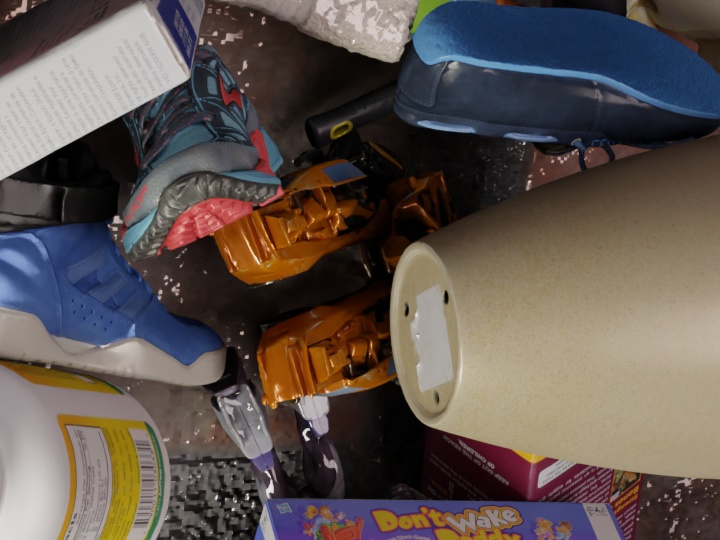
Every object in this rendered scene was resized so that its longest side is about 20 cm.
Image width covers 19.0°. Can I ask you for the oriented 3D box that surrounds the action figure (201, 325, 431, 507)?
[{"bbox_3d":[-0.030,0.129,1.191,0.130,0.069,0.200,-27,112,-17],"label":"action figure"}]

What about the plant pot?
[{"bbox_3d":[0.124,0.024,1.094,0.200,0.187,0.188,-4,105,-21],"label":"plant pot"}]

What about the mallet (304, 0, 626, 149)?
[{"bbox_3d":[0.061,-0.107,1.180,0.200,0.041,0.066,-30,140,-11],"label":"mallet"}]

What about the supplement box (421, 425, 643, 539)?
[{"bbox_3d":[0.101,0.128,1.261,0.110,0.086,0.200,-30,140,-33],"label":"supplement box"}]

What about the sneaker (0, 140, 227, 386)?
[{"bbox_3d":[-0.131,-0.007,1.062,0.200,0.077,0.111,13,87,-49],"label":"sneaker"}]

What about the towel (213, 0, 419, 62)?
[{"bbox_3d":[-0.012,-0.216,1.088,0.132,0.034,0.200,18,77,-17],"label":"towel"}]

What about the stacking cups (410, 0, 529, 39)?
[{"bbox_3d":[0.049,-0.145,1.194,0.200,0.060,0.061,23,86,-43],"label":"stacking cups"}]

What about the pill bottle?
[{"bbox_3d":[-0.170,0.097,0.979,0.200,0.113,0.113,21,87,-74],"label":"pill bottle"}]

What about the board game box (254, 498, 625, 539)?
[{"bbox_3d":[0.033,0.189,1.176,0.200,0.045,0.135,3,128,-19],"label":"board game box"}]

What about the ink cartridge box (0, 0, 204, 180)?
[{"bbox_3d":[-0.160,-0.066,0.890,0.200,0.196,0.043,-28,105,6],"label":"ink cartridge box"}]

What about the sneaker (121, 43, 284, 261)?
[{"bbox_3d":[-0.091,-0.065,1.030,0.079,0.200,0.096,-26,99,2],"label":"sneaker"}]

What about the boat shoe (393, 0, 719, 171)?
[{"bbox_3d":[0.104,-0.098,1.141,0.200,0.084,0.069,11,133,-27],"label":"boat shoe"}]

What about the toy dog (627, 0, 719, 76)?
[{"bbox_3d":[0.187,-0.186,1.235,0.200,0.194,0.140,33,93,-9],"label":"toy dog"}]

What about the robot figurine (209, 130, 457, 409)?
[{"bbox_3d":[0.000,0.000,1.148,0.200,0.058,0.145,-24,97,-57],"label":"robot figurine"}]
